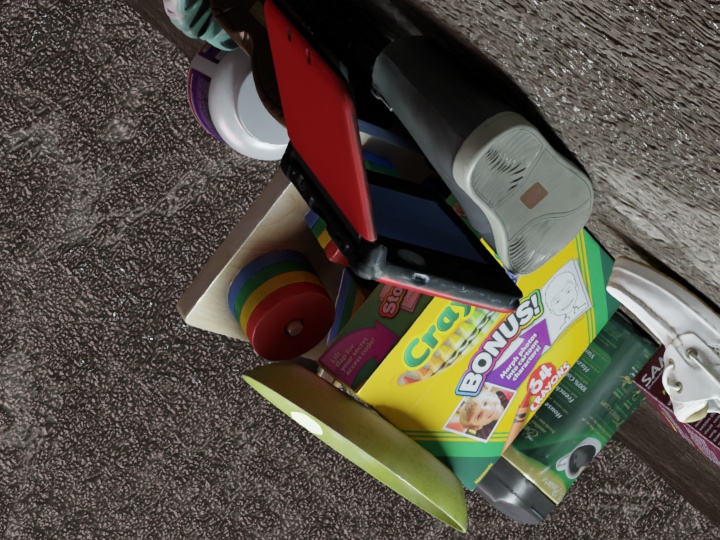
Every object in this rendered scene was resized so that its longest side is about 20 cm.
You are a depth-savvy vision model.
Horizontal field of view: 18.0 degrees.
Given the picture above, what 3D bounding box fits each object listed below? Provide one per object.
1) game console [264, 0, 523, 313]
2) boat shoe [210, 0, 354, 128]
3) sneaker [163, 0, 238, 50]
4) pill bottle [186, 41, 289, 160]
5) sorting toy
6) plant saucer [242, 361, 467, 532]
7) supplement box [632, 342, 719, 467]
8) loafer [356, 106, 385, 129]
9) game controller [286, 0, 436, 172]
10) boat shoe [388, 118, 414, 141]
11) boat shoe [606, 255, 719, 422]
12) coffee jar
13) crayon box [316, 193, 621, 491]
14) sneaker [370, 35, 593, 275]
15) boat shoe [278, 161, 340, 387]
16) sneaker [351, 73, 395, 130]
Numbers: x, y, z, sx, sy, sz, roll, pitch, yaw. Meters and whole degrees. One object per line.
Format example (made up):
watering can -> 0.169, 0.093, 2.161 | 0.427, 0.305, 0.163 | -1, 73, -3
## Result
game console -> 0.019, -0.077, 1.464 | 0.171, 0.119, 0.200 | 14, -162, -22
boat shoe -> -0.043, -0.159, 1.719 | 0.075, 0.075, 0.203 | 35, -161, -43
sneaker -> -0.158, -0.251, 1.843 | 0.140, 0.078, 0.200 | 40, 178, 11
pill bottle -> -0.092, -0.162, 2.087 | 0.112, 0.113, 0.200 | 41, 179, -16
sorting toy -> 0.000, 0.000, 1.700 | 0.199, 0.199, 0.070 | 17, -150, -45
plant saucer -> 0.003, 0.122, 1.661 | 0.199, 0.031, 0.200 | 35, 172, 5
supplement box -> 0.303, 0.134, 1.688 | 0.200, 0.061, 0.109 | 39, 177, 27
loafer -> 0.000, -0.063, 1.796 | 0.069, 0.076, 0.200 | -8, 150, 24
game controller -> 0.007, -0.140, 1.605 | 0.104, 0.042, 0.200 | 39, 177, 44
boat shoe -> 0.065, -0.073, 1.792 | 0.069, 0.057, 0.200 | 39, 178, 32
boat shoe -> 0.231, 0.070, 1.506 | 0.200, 0.069, 0.071 | 41, 180, 20
coffee jar -> 0.177, 0.128, 2.003 | 0.085, 0.200, 0.104 | 39, 178, 28
crayon box -> 0.088, 0.038, 1.656 | 0.058, 0.200, 0.172 | 36, 176, 42
sneaker -> 0.078, -0.075, 1.408 | 0.106, 0.075, 0.200 | 49, 178, 28
boat shoe -> -0.046, 0.001, 1.842 | 0.070, 0.202, 0.070 | -10, 161, 29
sneaker -> 0.009, -0.112, 1.866 | 0.090, 0.076, 0.200 | 31, 175, 34
